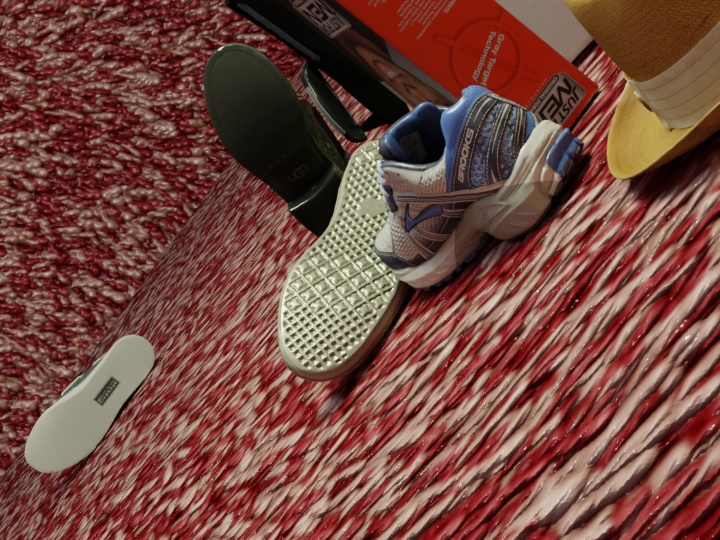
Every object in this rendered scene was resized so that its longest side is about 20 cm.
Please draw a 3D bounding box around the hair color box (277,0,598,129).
[{"bbox_3d":[0.031,-0.141,1.025,0.061,0.200,0.102,-54,9,-6],"label":"hair color box"}]

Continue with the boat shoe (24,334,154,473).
[{"bbox_3d":[-0.317,0.160,2.077,0.200,0.071,0.064,-47,7,-21],"label":"boat shoe"}]

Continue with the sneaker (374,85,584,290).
[{"bbox_3d":[0.046,-0.054,0.986,0.077,0.085,0.200,-57,9,-26],"label":"sneaker"}]

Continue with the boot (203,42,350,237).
[{"bbox_3d":[-0.061,-0.115,1.459,0.069,0.200,0.174,-32,19,8],"label":"boot"}]

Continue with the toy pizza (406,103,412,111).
[{"bbox_3d":[0.038,-0.180,1.224,0.032,0.200,0.200,-6,26,14],"label":"toy pizza"}]

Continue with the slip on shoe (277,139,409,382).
[{"bbox_3d":[0.000,0.000,1.118,0.200,0.074,0.061,-70,-16,-45],"label":"slip on shoe"}]

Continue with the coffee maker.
[{"bbox_3d":[0.006,-0.222,1.465,0.192,0.200,0.135,-45,12,49],"label":"coffee maker"}]

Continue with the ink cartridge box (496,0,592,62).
[{"bbox_3d":[0.130,-0.254,1.144,0.147,0.145,0.200,-47,10,29],"label":"ink cartridge box"}]

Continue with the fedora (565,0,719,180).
[{"bbox_3d":[0.147,-0.133,0.780,0.201,0.082,0.201,-50,9,11],"label":"fedora"}]
